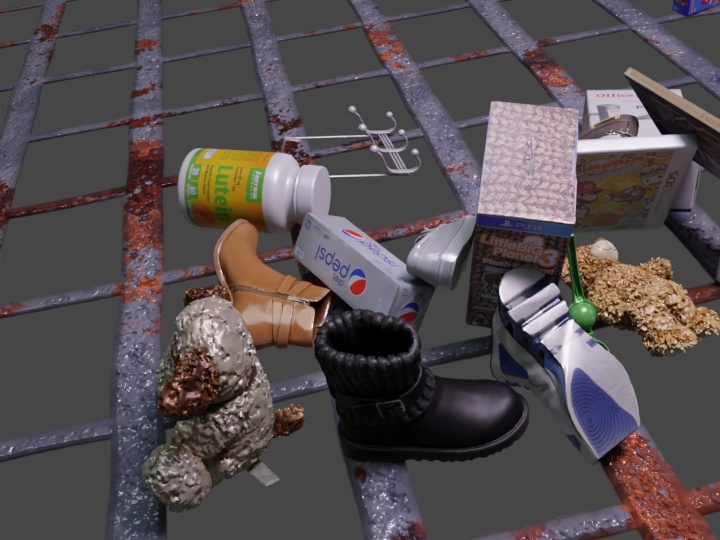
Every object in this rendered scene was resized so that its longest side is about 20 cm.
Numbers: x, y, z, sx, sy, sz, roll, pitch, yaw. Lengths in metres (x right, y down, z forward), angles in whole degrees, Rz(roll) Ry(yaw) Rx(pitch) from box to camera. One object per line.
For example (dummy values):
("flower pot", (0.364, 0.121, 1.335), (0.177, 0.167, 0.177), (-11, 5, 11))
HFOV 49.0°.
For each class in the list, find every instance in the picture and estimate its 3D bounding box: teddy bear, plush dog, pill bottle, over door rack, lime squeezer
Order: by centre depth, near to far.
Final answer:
("plush dog", (-0.142, 0.111, 0.787), (0.157, 0.174, 0.202), (-8, 37, -2))
("lime squeezer", (0.242, 0.066, 0.848), (0.037, 0.070, 0.204), (-16, 77, 16))
("teddy bear", (0.317, 0.024, 0.909), (0.142, 0.068, 0.201), (-13, 39, -12))
("pill bottle", (-0.146, -0.111, 1.111), (0.195, 0.113, 0.112), (5, 40, 15))
("over door rack", (-0.020, -0.191, 1.229), (0.196, 0.068, 0.149), (-14, 38, -8))

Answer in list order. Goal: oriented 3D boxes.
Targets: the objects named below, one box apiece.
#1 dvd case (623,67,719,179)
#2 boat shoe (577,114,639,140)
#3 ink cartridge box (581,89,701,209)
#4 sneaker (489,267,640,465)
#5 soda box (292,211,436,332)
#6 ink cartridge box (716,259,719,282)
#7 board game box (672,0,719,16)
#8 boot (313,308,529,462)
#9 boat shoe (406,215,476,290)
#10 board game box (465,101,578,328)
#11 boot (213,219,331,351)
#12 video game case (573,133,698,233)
("dvd case", (0.403, -0.152, 0.931), (0.016, 0.148, 0.201), (-44, 40, 9))
("boat shoe", (0.288, -0.140, 1.038), (0.071, 0.200, 0.060), (33, 63, -12))
("ink cartridge box", (0.397, -0.180, 1.135), (0.142, 0.086, 0.202), (2, 38, 11))
("sneaker", (0.199, 0.103, 0.822), (0.079, 0.116, 0.202), (-24, 71, -18))
("soda box", (0.000, 0.000, 0.973), (0.067, 0.065, 0.199), (5, 24, -43))
("ink cartridge box", (0.540, -0.014, 0.906), (0.196, 0.087, 0.148), (-19, 39, -17))
("board game box", (0.686, -0.620, 1.541), (0.132, 0.203, 0.045), (-23, 40, -20))
("boot", (0.064, 0.109, 0.768), (0.206, 0.160, 0.080), (-8, 38, -1))
("boat shoe", (0.098, -0.026, 0.963), (0.067, 0.073, 0.200), (15, 24, 11))
("board game box", (0.177, -0.053, 0.879), (0.095, 0.202, 0.162), (7, 54, 9))
("boot", (-0.110, 0.020, 0.980), (0.151, 0.074, 0.203), (1, 51, 12))
("video game case", (0.294, -0.101, 0.981), (0.195, 0.183, 0.023), (-2, 61, 6))
